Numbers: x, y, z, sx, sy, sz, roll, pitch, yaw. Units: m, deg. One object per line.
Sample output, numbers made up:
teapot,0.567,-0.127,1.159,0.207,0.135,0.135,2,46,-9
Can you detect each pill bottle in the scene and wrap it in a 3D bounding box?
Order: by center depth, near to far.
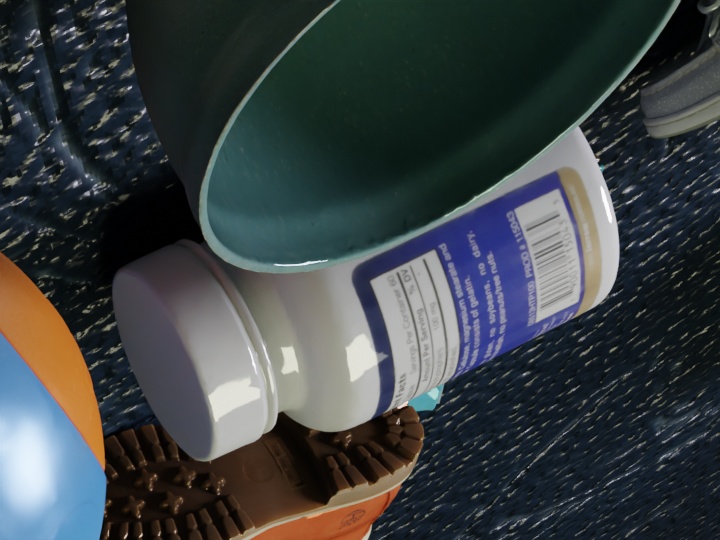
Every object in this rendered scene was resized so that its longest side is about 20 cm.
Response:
pill bottle,0.000,0.000,1.203,0.199,0.120,0.120,-25,155,-21

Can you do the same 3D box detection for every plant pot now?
plant pot,-0.001,-0.115,0.958,0.200,0.134,0.201,-28,157,-13

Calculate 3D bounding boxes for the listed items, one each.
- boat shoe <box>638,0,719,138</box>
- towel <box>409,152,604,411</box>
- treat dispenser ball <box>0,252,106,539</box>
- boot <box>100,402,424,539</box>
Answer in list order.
boat shoe,0.210,-0.135,1.311,0.202,0.065,0.074,-36,-179,17
towel,0.027,0.020,1.406,0.146,0.022,0.200,-14,149,-42
treat dispenser ball,-0.189,0.073,0.982,0.200,0.201,0.201,-29,157,-14
boot,-0.070,0.125,1.385,0.199,0.075,0.107,-11,149,-23
